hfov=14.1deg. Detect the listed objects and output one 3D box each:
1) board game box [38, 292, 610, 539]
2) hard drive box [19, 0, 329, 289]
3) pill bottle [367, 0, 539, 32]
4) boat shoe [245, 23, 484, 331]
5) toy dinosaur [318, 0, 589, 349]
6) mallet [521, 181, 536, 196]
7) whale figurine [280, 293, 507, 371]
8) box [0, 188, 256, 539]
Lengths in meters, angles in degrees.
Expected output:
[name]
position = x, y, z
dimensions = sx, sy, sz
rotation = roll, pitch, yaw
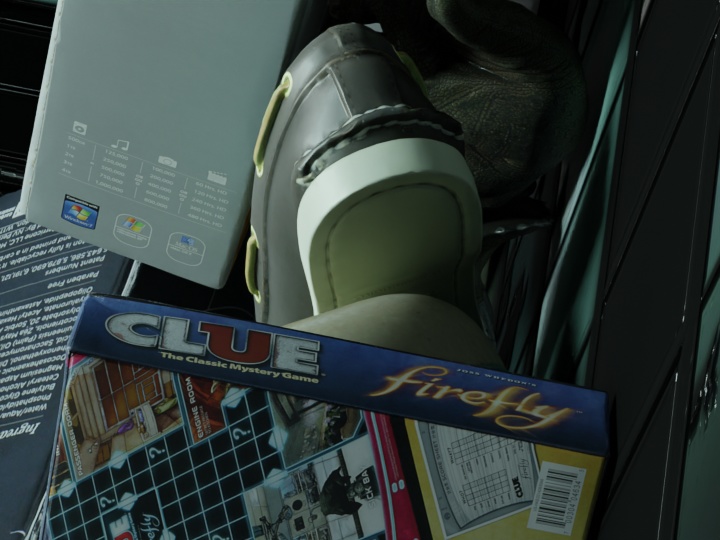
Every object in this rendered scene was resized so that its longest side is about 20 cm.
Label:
[board game box]
position = -0.022, 0.112, 0.754
dimensions = 0.035, 0.135, 0.201
rotation = -82, 3, -64
[hard drive box]
position = -0.041, -0.117, 0.944
dimensions = 0.200, 0.076, 0.156
rotation = 109, -179, -56
[pill bottle]
position = 0.012, -0.070, 1.191
dimensions = 0.200, 0.113, 0.114
rotation = 103, 177, -65
[boat shoe]
position = 0.000, 0.000, 0.907
dimensions = 0.202, 0.071, 0.061
rotation = 99, 155, -60
[toy dinosaur]
position = 0.033, -0.056, 0.930
dimensions = 0.200, 0.102, 0.077
rotation = 114, 177, -50
[mallet]
position = 0.036, -0.126, 1.054
dimensions = 0.066, 0.041, 0.201
rotation = -67, -36, -63
[whale figurine]
position = -0.022, 0.090, 0.866
dimensions = 0.104, 0.158, 0.200
rotation = 61, 144, 16
[box]
position = -0.078, 0.099, 1.064
dimensions = 0.200, 0.123, 0.197
rotation = 49, -140, -32
